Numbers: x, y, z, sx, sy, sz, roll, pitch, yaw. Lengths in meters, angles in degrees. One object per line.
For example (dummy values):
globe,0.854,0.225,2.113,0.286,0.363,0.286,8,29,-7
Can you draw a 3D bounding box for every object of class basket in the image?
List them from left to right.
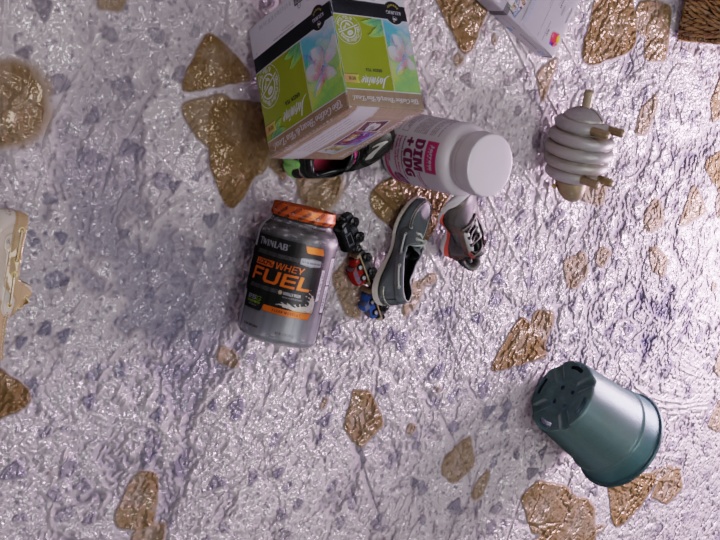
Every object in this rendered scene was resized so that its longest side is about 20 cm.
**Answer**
basket,0.732,-0.511,2.090,0.199,0.142,0.151,-4,106,-38

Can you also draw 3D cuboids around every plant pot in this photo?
plant pot,0.443,0.283,2.065,0.196,0.200,0.201,36,80,-31

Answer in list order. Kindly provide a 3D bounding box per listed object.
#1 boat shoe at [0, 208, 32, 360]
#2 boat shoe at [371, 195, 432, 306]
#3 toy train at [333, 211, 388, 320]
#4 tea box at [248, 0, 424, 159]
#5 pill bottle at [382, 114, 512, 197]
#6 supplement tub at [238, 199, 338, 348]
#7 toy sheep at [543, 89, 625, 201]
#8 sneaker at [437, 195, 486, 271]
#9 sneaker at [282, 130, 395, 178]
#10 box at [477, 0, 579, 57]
boat shoe,-0.446,0.021,1.350,0.069,0.074,0.202,-1,102,-32
boat shoe,0.083,-0.030,1.743,0.073,0.061,0.201,47,59,-44
toy train,0.000,0.000,1.724,0.046,0.034,0.201,-33,120,-23
tea box,-0.036,-0.275,1.471,0.133,0.199,0.199,-4,78,-37
pill bottle,0.134,-0.178,1.671,0.113,0.199,0.115,-11,109,-35
supplement tub,-0.103,0.004,1.586,0.122,0.122,0.202,8,97,-39
toy sheep,0.391,-0.220,1.908,0.137,0.138,0.202,-3,112,-38
sneaker,0.180,-0.065,1.763,0.077,0.082,0.200,-40,157,-12
sneaker,-0.021,-0.175,1.625,0.199,0.083,0.078,-23,117,-31
box,0.289,-0.478,1.814,0.199,0.041,0.157,29,85,-39
